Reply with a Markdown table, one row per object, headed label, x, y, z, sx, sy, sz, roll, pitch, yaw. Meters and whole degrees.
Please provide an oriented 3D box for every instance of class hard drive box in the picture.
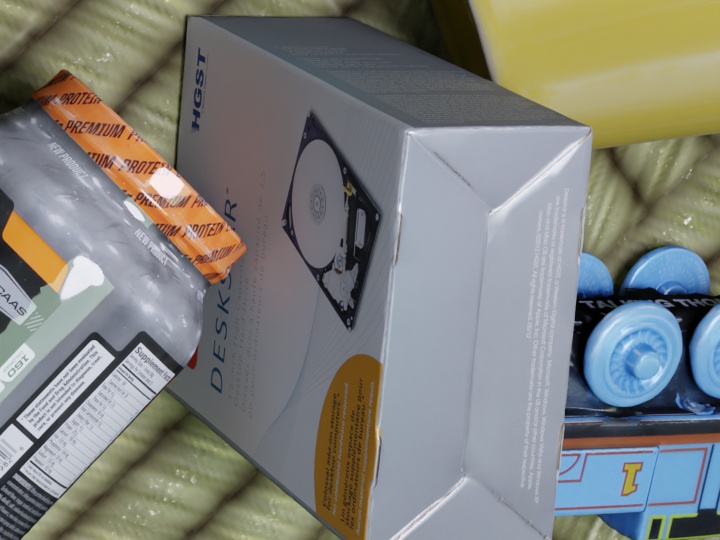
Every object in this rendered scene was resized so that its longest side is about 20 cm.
| label | x | y | z | sx | sy | sz | roll | pitch | yaw |
| --- | --- | --- | --- | --- | --- | --- | --- | --- | --- |
| hard drive box | 0.000 | 0.000 | 1.056 | 0.076 | 0.200 | 0.157 | -1 | 105 | -25 |

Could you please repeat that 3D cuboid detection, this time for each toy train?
| label | x | y | z | sx | sy | sz | roll | pitch | yaw |
| --- | --- | --- | --- | --- | --- | --- | --- | --- | --- |
| toy train | 0.092 | 0.055 | 1.185 | 0.199 | 0.087 | 0.115 | -1 | 112 | -27 |

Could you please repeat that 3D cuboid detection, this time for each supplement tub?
| label | x | y | z | sx | sy | sz | roll | pitch | yaw |
| --- | --- | --- | --- | --- | --- | --- | --- | --- | --- |
| supplement tub | -0.143 | 0.031 | 1.036 | 0.200 | 0.122 | 0.123 | -47 | 119 | -4 |

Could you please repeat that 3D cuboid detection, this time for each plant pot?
| label | x | y | z | sx | sy | sz | roll | pitch | yaw |
| --- | --- | --- | --- | --- | --- | --- | --- | --- | --- |
| plant pot | 0.121 | -0.133 | 1.090 | 0.188 | 0.201 | 0.202 | -19 | 114 | -4 |
